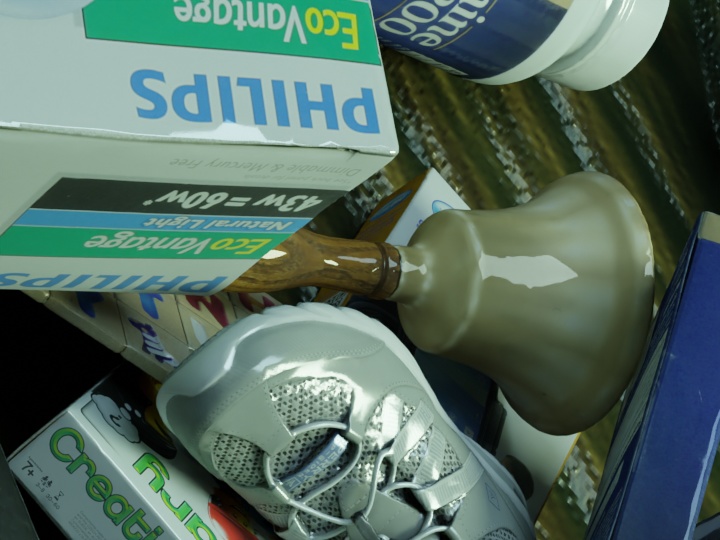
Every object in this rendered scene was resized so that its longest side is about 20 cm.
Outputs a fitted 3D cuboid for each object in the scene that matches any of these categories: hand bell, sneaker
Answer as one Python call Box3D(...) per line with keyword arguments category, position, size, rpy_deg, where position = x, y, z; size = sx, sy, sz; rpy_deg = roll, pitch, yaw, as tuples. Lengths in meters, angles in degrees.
Box3D(category="hand bell", position=(0.000, 0.000, 1.123), size=(0.199, 0.104, 0.105), rpy_deg=(9, 57, -31))
Box3D(category="sneaker", position=(0.011, 0.078, 1.033), size=(0.200, 0.075, 0.082), rpy_deg=(35, 19, -44))

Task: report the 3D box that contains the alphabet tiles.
Box3D(category="alphabet tiles", position=(-0.095, -0.013, 1.076), size=(0.200, 0.008, 0.167), rpy_deg=(35, 16, -26))

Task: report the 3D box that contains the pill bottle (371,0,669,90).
Box3D(category="pill bottle", position=(0.038, -0.145, 1.294), size=(0.200, 0.111, 0.111), rpy_deg=(19, 51, -39))

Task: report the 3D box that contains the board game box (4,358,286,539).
Box3D(category="board game box", position=(-0.029, 0.116, 1.045), size=(0.200, 0.035, 0.126), rpy_deg=(49, 17, -2))

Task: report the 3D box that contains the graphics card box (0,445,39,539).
Box3D(category="graphics card box", position=(-0.184, 0.039, 0.961), size=(0.125, 0.051, 0.201), rpy_deg=(-9, 70, -52))

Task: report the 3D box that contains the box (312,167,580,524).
Box3D(category="box", position=(0.031, 0.047, 1.207), size=(0.119, 0.041, 0.200), rpy_deg=(47, 40, -12))

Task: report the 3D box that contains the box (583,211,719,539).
Box3D(category="box", position=(0.100, 0.092, 1.090), size=(0.032, 0.121, 0.201), rpy_deg=(19, 59, 3))

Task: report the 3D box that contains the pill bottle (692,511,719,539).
Box3D(category="pill bottle", position=(0.164, 0.143, 1.152), size=(0.113, 0.200, 0.113), rpy_deg=(28, 46, -33))

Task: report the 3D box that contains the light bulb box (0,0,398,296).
Box3D(category="light bulb box", position=(-0.114, -0.107, 0.942), size=(0.198, 0.125, 0.201), rpy_deg=(2, 67, -34))
